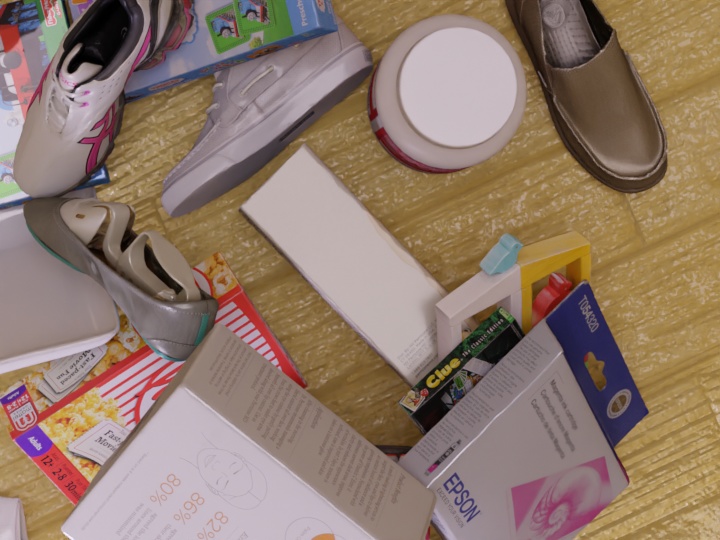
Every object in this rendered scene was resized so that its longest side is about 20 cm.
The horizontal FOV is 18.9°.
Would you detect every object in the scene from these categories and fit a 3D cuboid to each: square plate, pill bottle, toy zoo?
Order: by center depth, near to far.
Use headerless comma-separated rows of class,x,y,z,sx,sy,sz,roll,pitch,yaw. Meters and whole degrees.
pill bottle,0.064,-0.130,1.600,0.111,0.200,0.113,0,91,-3
square plate,-0.282,0.023,1.610,0.199,0.199,0.029,-16,126,-2
toy zoo,0.115,0.052,1.611,0.131,0.020,0.201,-26,137,-23

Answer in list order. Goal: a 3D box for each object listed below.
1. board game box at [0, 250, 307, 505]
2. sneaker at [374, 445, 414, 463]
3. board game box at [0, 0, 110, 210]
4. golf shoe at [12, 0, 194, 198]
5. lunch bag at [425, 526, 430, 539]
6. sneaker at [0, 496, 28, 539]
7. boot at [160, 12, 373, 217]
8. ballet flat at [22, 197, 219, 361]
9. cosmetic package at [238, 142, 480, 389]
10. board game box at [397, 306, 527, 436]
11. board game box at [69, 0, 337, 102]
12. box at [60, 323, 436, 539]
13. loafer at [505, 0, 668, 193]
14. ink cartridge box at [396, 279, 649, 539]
board game box,-0.154,0.091,1.622,0.199,0.152,0.046,-34,54,-1
sneaker,-0.034,0.146,1.655,0.198,0.082,0.077,-5,131,5
board game box,-0.308,-0.117,1.662,0.199,0.037,0.152,-15,88,-2
golf shoe,-0.207,-0.138,1.583,0.073,0.092,0.201,40,109,17
lunch bag,-0.017,0.257,1.626,0.175,0.082,0.201,7,120,-2
sneaker,-0.303,0.269,1.652,0.115,0.074,0.202,3,89,0
boot,-0.093,-0.134,1.666,0.200,0.074,0.096,-38,82,-6
ballet flat,-0.169,-0.013,1.554,0.200,0.067,0.064,42,124,31
cosmetic package,0.000,0.000,1.648,0.073,0.104,0.200,-43,94,-2
board game box,0.106,0.116,1.622,0.105,0.200,0.023,-44,50,-7
board game box,-0.128,-0.224,1.621,0.199,0.037,0.152,-17,85,25
box,-0.074,0.167,1.483,0.200,0.106,0.152,39,114,-6
loafer,0.175,-0.149,1.671,0.076,0.067,0.201,-33,92,-2
ink cartridge box,0.135,0.134,1.610,0.200,0.197,0.043,-43,50,-9
